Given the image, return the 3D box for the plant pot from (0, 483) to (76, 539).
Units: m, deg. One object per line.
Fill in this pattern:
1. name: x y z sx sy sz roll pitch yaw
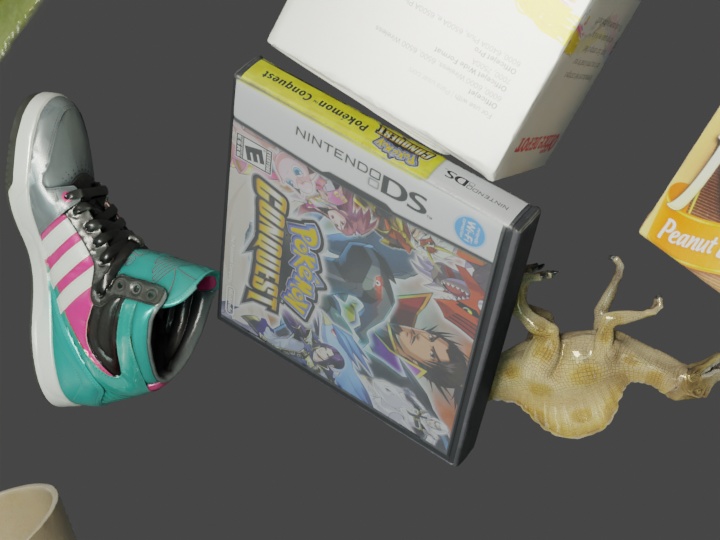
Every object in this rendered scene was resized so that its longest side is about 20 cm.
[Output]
1. plant pot: -0.228 0.270 0.944 0.187 0.187 0.200 -21 103 18

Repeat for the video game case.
1. video game case: 0.000 0.000 0.842 0.181 0.026 0.200 30 139 19

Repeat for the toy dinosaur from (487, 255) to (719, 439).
1. toy dinosaur: 0.106 0.048 0.864 0.200 0.058 0.101 -7 95 18

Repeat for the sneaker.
1. sneaker: -0.146 -0.011 0.921 0.121 0.084 0.200 0 104 23

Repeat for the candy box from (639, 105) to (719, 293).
1. candy box: 0.251 -0.013 0.766 0.200 0.055 0.116 44 109 40

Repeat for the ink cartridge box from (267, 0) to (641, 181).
1. ink cartridge box: 0.073 -0.170 0.802 0.145 0.147 0.200 32 104 12
